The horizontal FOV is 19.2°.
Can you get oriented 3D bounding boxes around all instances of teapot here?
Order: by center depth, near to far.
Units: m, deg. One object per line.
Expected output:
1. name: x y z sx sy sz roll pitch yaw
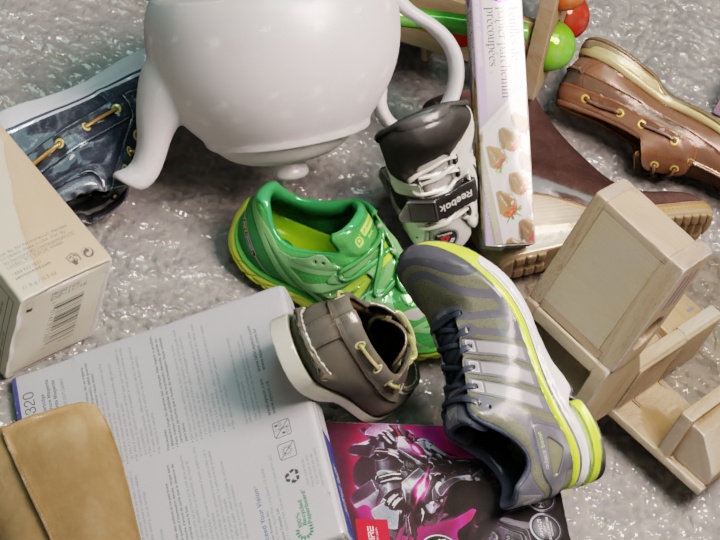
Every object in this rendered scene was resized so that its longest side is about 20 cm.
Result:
1. teapot: -0.054 -0.138 1.521 0.199 0.147 0.197 -2 16 28

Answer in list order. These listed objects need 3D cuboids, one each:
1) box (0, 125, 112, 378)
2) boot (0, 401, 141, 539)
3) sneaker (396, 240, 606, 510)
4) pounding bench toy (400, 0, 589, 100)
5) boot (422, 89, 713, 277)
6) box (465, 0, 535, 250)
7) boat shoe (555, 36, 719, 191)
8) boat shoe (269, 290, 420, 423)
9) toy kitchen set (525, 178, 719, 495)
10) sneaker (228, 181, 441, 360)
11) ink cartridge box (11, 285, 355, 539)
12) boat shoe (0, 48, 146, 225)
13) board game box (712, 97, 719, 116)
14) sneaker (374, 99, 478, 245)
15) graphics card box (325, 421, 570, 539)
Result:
1. box: -0.264 -0.036 1.464 0.078 0.095 0.200 -27 66 -33
2. boot: -0.210 0.195 1.314 0.174 0.066 0.201 -17 55 -16
3. sneaker: 0.082 0.069 1.419 0.081 0.074 0.200 -28 78 -35
4. pounding bench toy: 0.096 -0.210 1.653 0.155 0.125 0.200 19 36 10
5. boot: 0.160 -0.081 1.645 0.199 0.073 0.167 -8 58 -19
6. box: 0.102 -0.116 1.559 0.038 0.041 0.201 -3 88 -5
7. boat shoe: 0.244 -0.103 1.702 0.200 0.072 0.068 37 84 2
8. boat shoe: 0.005 0.056 1.424 0.060 0.202 0.072 -27 73 15
9. toy kitchen set: 0.230 0.037 1.485 0.163 0.181 0.200 43 38 17
10. sneaker: 0.000 0.000 1.524 0.199 0.084 0.074 23 49 1
11. ink cartridge box: -0.118 0.127 1.395 0.199 0.043 0.197 -19 56 6
12. boat shoe: -0.178 -0.094 1.558 0.200 0.071 0.091 -27 69 -27
13. board game box: 0.425 -0.158 1.809 0.198 0.043 0.200 29 50 7
14. sneaker: 0.057 -0.061 1.525 0.074 0.200 0.089 -20 77 -2
15. graphics card box: 0.039 0.167 1.428 0.199 0.051 0.126 5 51 -16
